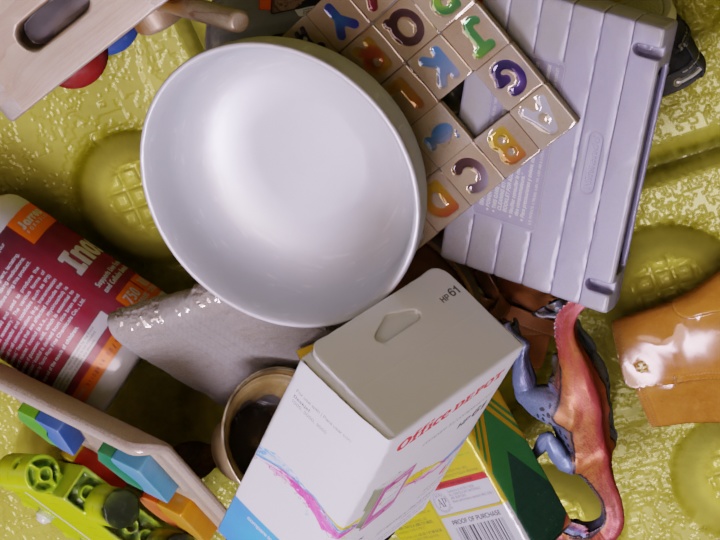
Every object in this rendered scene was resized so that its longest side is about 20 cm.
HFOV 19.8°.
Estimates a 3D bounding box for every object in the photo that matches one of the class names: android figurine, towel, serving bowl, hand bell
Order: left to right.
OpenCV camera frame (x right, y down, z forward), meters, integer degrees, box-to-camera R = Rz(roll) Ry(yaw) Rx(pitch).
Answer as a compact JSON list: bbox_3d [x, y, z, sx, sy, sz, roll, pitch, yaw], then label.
[{"bbox_3d":[-0.208,0.198,1.637,0.182,0.041,0.200,41,159,-25],"label":"android figurine"},{"bbox_3d":[-0.107,0.140,1.594,0.104,0.104,0.200,53,148,-12],"label":"hand bell"},{"bbox_3d":[-0.079,0.053,1.535,0.132,0.035,0.200,-20,149,22],"label":"towel"},{"bbox_3d":[-0.042,-0.065,1.359,0.200,0.066,0.200,11,119,21],"label":"serving bowl"}]

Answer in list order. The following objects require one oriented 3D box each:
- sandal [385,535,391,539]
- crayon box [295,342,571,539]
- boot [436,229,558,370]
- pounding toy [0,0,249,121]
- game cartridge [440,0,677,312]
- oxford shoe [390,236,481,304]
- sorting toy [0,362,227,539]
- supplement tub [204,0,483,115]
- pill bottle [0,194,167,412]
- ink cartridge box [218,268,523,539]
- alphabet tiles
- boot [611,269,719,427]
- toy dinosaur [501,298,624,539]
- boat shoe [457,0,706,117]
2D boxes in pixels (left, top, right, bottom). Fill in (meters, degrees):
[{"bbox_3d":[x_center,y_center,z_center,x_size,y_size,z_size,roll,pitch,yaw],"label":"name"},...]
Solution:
[{"bbox_3d":[0.031,0.181,1.588,0.200,0.076,0.043,-48,58,20],"label":"sandal"},{"bbox_3d":[0.051,0.120,1.488,0.127,0.051,0.200,-21,102,48],"label":"crayon box"},{"bbox_3d":[0.065,-0.015,1.512,0.200,0.077,0.155,14,121,0],"label":"boot"},{"bbox_3d":[-0.168,-0.197,1.416,0.200,0.184,0.142,-33,103,25],"label":"pounding toy"},{"bbox_3d":[0.124,-0.084,1.338,0.130,0.038,0.200,22,119,25],"label":"game cartridge"},{"bbox_3d":[0.000,0.000,1.471,0.200,0.071,0.071,21,137,39],"label":"oxford shoe"},{"bbox_3d":[-0.184,0.145,1.563,0.185,0.036,0.200,21,163,32],"label":"sorting toy"},{"bbox_3d":[0.004,-0.156,1.425,0.200,0.123,0.123,-9,112,18],"label":"supplement tub"},{"bbox_3d":[-0.253,0.015,1.578,0.200,0.113,0.113,34,118,-3],"label":"pill bottle"},{"bbox_3d":[0.005,0.111,1.377,0.085,0.144,0.200,42,137,17],"label":"ink cartridge box"},{"bbox_3d":[0.019,-0.105,1.354,0.167,0.008,0.200,49,124,-4],"label":"alphabet tiles"},{"bbox_3d":[0.249,0.026,1.473,0.144,0.071,0.201,-6,118,14],"label":"boot"},{"bbox_3d":[0.145,0.117,1.466,0.105,0.200,0.182,-25,89,-8],"label":"toy dinosaur"},{"bbox_3d":[0.142,-0.123,1.436,0.200,0.072,0.068,-22,130,28],"label":"boat shoe"}]
